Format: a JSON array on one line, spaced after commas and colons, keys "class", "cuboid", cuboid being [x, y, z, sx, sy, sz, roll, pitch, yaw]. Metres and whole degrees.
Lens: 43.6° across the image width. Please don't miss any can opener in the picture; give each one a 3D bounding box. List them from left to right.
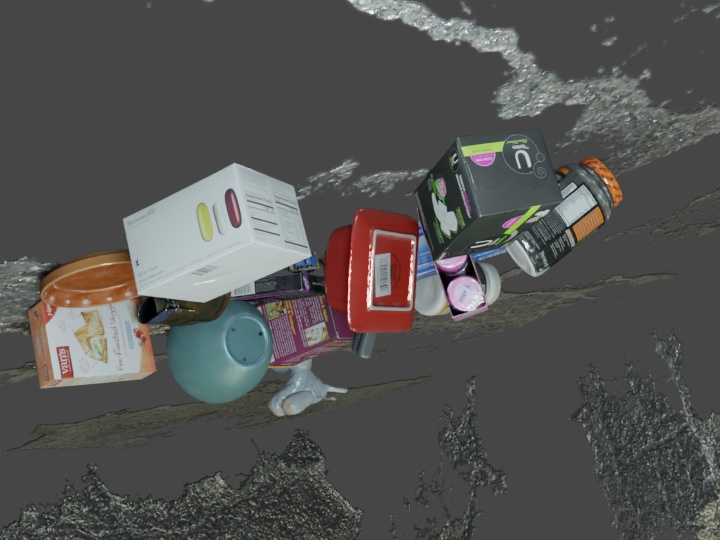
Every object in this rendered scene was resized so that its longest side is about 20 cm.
[{"class": "can opener", "cuboid": [0.011, 0.071, 1.777, 0.066, 0.204, 0.053, 10, -170, -28]}]

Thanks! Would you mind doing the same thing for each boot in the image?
[{"class": "boot", "cuboid": [-0.296, 0.057, 1.509, 0.096, 0.076, 0.199, -7, 165, -40]}]

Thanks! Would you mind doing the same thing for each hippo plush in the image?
[{"class": "hippo plush", "cuboid": [-0.169, 0.273, 2.314, 0.196, 0.164, 0.159, -15, -177, 26]}]

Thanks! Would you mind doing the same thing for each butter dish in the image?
[{"class": "butter dish", "cuboid": [0.000, 0.000, 1.545, 0.145, 0.205, 0.198, 3, 179, 36]}]

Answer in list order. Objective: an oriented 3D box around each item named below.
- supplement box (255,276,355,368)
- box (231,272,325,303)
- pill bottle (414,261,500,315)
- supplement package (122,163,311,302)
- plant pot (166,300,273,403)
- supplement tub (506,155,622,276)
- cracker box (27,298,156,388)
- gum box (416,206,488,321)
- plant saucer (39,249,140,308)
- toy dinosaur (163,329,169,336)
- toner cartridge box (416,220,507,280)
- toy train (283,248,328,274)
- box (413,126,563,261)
[{"class": "supplement box", "cuboid": [-0.115, 0.110, 1.855, 0.197, 0.134, 0.103, -22, 165, 26]}, {"class": "box", "cuboid": [-0.140, 0.033, 1.653, 0.140, 0.037, 0.200, -8, 173, 15]}, {"class": "pill bottle", "cuboid": [0.205, 0.033, 1.938, 0.197, 0.119, 0.116, -3, 161, -42]}, {"class": "supplement package", "cuboid": [-0.198, -0.045, 1.243, 0.197, 0.113, 0.155, -23, 164, 23]}, {"class": "plant pot", "cuboid": [-0.236, 0.135, 1.634, 0.197, 0.205, 0.134, -5, 173, -35]}, {"class": "supplement tub", "cuboid": [0.335, -0.094, 1.518, 0.199, 0.123, 0.123, -37, 166, -3]}, {"class": "cracker box", "cuboid": [-0.454, 0.120, 1.531, 0.057, 0.137, 0.198, -27, 162, 39]}, {"class": "gum box", "cuboid": [0.156, -0.022, 1.533, 0.065, 0.204, 0.113, -19, 171, 6]}, {"class": "plant saucer", "cuboid": [-0.397, 0.010, 1.397, 0.196, 0.033, 0.201, -16, 165, -4]}, {"class": "toy dinosaur", "cuboid": [-0.342, 0.119, 1.837, 0.106, 0.061, 0.199, -35, -175, -37]}, {"class": "toner cartridge box", "cuboid": [0.177, -0.058, 1.618, 0.196, 0.097, 0.043, -18, 164, 7]}, {"class": "toy train", "cuboid": [-0.046, -0.023, 1.633, 0.196, 0.035, 0.046, -9, 162, -24]}, {"class": "box", "cuboid": [0.190, -0.114, 1.375, 0.145, 0.127, 0.200, -11, 166, -19]}]
